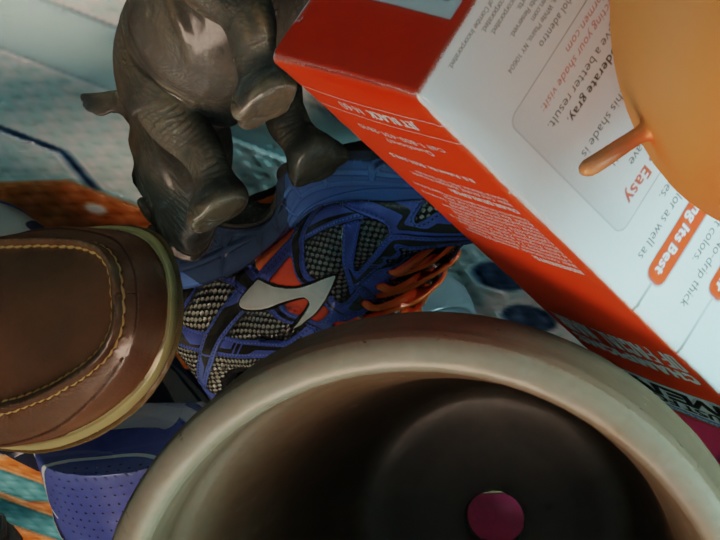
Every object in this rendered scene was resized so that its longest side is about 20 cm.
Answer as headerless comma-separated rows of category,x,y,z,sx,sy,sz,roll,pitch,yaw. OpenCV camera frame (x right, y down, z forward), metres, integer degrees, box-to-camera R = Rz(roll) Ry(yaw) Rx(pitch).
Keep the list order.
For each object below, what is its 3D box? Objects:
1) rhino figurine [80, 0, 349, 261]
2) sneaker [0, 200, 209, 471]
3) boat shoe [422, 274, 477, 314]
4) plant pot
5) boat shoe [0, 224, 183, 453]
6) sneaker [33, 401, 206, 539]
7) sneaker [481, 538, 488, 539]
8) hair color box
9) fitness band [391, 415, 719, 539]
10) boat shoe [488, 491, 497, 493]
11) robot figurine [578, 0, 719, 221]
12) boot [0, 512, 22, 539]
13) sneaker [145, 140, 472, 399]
rhino figurine,-0.044,-0.062,0.878,0.060,0.088,0.200,-18,163,-23
sneaker,-0.094,0.046,1.099,0.074,0.082,0.200,-22,138,18
boat shoe,-0.006,0.049,1.080,0.072,0.062,0.200,-18,154,-22
plant pot,0.033,0.101,0.886,0.200,0.200,0.175,9,-168,9
boat shoe,-0.141,0.026,0.955,0.200,0.072,0.068,-12,168,43
sneaker,-0.061,0.141,1.055,0.080,0.115,0.199,-4,142,15
sneaker,-0.016,0.156,1.005,0.086,0.200,0.078,-31,86,50
hair color box,0.077,-0.046,0.803,0.064,0.111,0.200,20,164,47
fitness band,0.069,0.078,1.057,0.144,0.037,0.200,-30,157,36
boat shoe,-0.041,0.108,1.201,0.200,0.069,0.074,5,151,14
robot figurine,0.149,-0.067,0.712,0.200,0.117,0.144,-2,133,-11
boot,-0.258,0.148,1.378,0.165,0.066,0.200,30,146,-13
sneaker,0.000,0.000,0.949,0.075,0.079,0.200,-18,178,-34
